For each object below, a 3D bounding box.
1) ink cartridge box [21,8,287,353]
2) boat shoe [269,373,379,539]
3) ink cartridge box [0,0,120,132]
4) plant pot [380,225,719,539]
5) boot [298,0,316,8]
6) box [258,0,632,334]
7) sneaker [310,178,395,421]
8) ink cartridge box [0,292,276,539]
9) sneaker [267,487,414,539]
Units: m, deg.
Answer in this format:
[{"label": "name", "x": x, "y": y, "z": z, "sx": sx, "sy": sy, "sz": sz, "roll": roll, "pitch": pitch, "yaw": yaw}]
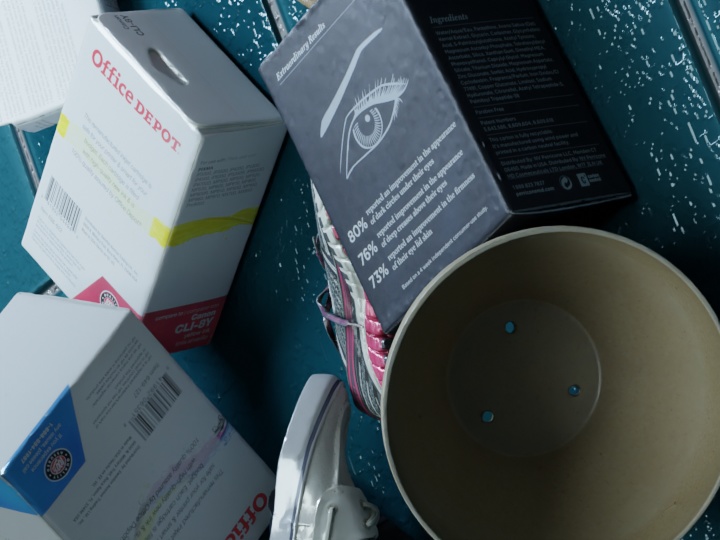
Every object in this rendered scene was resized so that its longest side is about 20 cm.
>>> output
[{"label": "ink cartridge box", "x": -0.145, "y": -0.061, "z": 1.823, "sx": 0.145, "sy": 0.083, "sz": 0.201, "roll": 46, "pitch": 130, "yaw": 33}, {"label": "boat shoe", "x": -0.019, "y": 0.167, "z": 1.660, "sx": 0.069, "sy": 0.071, "sz": 0.201, "roll": 7, "pitch": 75, "yaw": 13}, {"label": "ink cartridge box", "x": -0.268, "y": -0.197, "z": 1.905, "sx": 0.173, "sy": 0.044, "sz": 0.201, "roll": -18, "pitch": 82, "yaw": 16}, {"label": "plant pot", "x": 0.104, "y": 0.069, "z": 1.497, "sx": 0.134, "sy": 0.199, "sz": 0.202, "roll": -133, "pitch": 38, "yaw": -82}, {"label": "boot", "x": -0.053, "y": -0.229, "z": 1.675, "sx": 0.200, "sy": 0.073, "sz": 0.076, "roll": 43, "pitch": 103, "yaw": 35}, {"label": "box", "x": 0.048, "y": -0.086, "z": 1.572, "sx": 0.148, "sy": 0.104, "sz": 0.201, "roll": -43, "pitch": 64, "yaw": 45}, {"label": "sneaker", "x": 0.000, "y": 0.000, "z": 1.666, "sx": 0.074, "sy": 0.080, "sz": 0.201, "roll": -14, "pitch": 87, "yaw": 53}, {"label": "ink cartridge box", "x": -0.182, "y": 0.139, "z": 1.791, "sx": 0.144, "sy": 0.147, "sz": 0.200, "roll": 6, "pitch": 142, "yaw": 50}, {"label": "sneaker", "x": 0.013, "y": 0.217, "z": 1.718, "sx": 0.200, "sy": 0.070, "sz": 0.082, "roll": 41, "pitch": 145, "yaw": 40}]
